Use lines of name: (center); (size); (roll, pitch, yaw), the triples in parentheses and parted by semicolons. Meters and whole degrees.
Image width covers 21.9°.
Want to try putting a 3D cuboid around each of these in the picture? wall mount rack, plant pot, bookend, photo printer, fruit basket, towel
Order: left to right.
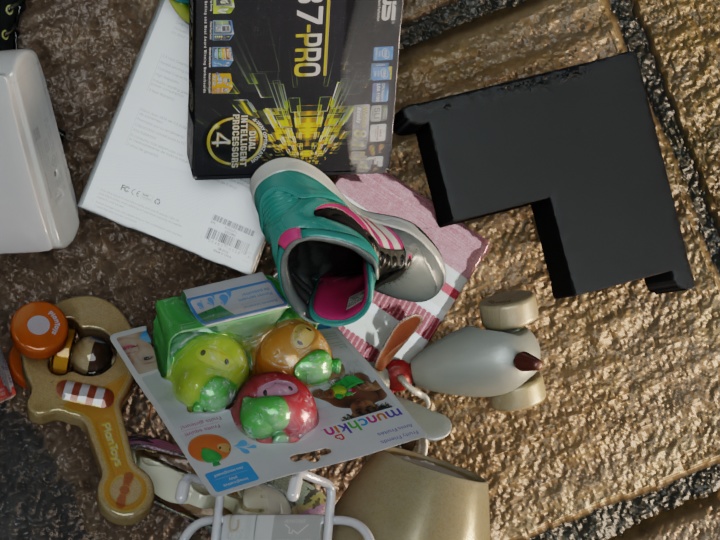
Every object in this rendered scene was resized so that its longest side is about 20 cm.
photo printer: (-0.338, -0.091, 1.485); (0.199, 0.069, 0.167); (-1, 117, 17)
wall mount rack: (-0.089, 0.242, 1.416); (0.199, 0.074, 0.174); (-6, 70, 36)
fruit basket: (-0.074, 0.085, 1.446); (0.185, 0.200, 0.094); (-13, 125, -26)
towel: (-0.002, 0.021, 1.572); (0.144, 0.023, 0.200); (34, 88, -4)
plant pot: (0.029, 0.249, 1.476); (0.187, 0.187, 0.201); (18, 92, -3)
bookend: (0.148, -0.057, 1.534); (0.198, 0.092, 0.201); (-15, 89, -7)

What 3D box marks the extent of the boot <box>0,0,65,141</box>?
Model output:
boot: (-0.287, -0.210, 1.536); (0.204, 0.073, 0.154); (43, 84, -3)

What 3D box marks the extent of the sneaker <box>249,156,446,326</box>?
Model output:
sneaker: (0.000, 0.000, 1.468); (0.200, 0.121, 0.084); (30, 122, -33)

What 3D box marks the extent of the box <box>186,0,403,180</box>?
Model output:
box: (-0.052, -0.167, 1.433); (0.161, 0.049, 0.201); (-3, 125, -12)

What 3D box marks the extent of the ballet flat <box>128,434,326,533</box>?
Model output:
ballet flat: (-0.119, 0.188, 1.534); (0.199, 0.071, 0.069); (19, 94, -3)

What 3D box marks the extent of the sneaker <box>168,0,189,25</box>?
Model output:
sneaker: (-0.101, -0.268, 1.500); (0.130, 0.080, 0.201); (8, 49, -17)

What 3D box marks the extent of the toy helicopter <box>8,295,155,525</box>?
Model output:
toy helicopter: (-0.202, 0.110, 1.507); (0.132, 0.079, 0.201); (-13, 65, -19)

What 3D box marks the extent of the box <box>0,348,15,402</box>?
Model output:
box: (-0.337, 0.071, 1.460); (0.094, 0.200, 0.103); (-20, 91, -6)

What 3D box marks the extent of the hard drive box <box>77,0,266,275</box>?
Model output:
hard drive box: (-0.124, -0.114, 1.540); (0.155, 0.077, 0.201); (22, 88, -3)

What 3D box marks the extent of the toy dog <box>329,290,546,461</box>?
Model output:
toy dog: (0.073, 0.087, 1.525); (0.200, 0.096, 0.132); (-33, 101, -6)
